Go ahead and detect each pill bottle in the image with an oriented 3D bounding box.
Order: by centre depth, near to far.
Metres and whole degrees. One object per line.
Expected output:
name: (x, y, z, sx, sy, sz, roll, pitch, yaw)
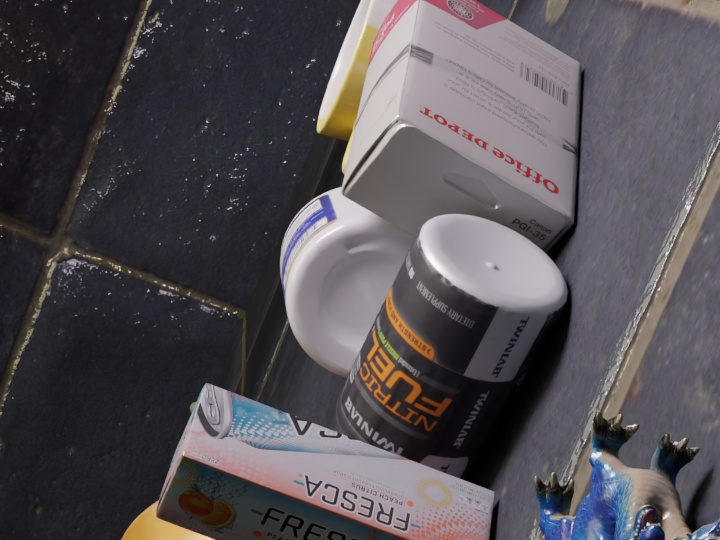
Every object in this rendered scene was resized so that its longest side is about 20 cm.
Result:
pill bottle: (0.050, 0.071, 1.107, 0.106, 0.106, 0.200, -83, 15, -59)
pill bottle: (0.000, 0.000, 1.253, 0.200, 0.120, 0.120, -108, 39, -77)

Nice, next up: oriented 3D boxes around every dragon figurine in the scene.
dragon figurine: (0.106, 0.132, 0.740, 0.200, 0.059, 0.100, 122, 167, -49)

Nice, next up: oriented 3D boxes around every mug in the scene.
mug: (0.051, -0.149, 1.483, 0.149, 0.153, 0.187, 177, 113, -81)

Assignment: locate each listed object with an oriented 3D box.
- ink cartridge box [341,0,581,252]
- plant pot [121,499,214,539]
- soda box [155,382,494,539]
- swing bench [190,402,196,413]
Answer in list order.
ink cartridge box: (0.075, -0.103, 1.193, 0.083, 0.146, 0.200, -50, 18, 36)
plant pot: (-0.064, 0.268, 1.135, 0.183, 0.200, 0.200, -98, 26, -43)
soda box: (-0.019, 0.145, 1.037, 0.068, 0.200, 0.064, -77, 11, -51)
swing bench: (-0.157, 0.287, 1.829, 0.200, 0.130, 0.199, -103, 35, -67)
